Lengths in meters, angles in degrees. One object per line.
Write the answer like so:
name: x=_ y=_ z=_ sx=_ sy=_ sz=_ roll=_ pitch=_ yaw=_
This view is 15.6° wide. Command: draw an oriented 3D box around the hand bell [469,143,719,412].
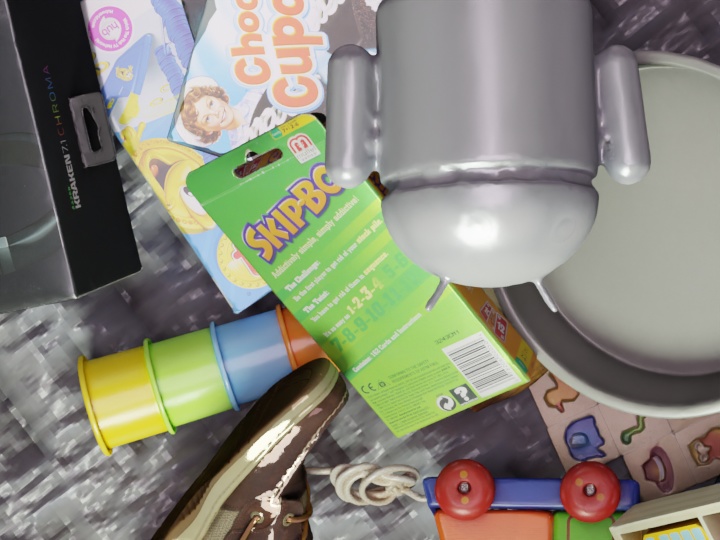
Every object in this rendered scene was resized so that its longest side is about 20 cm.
hand bell: x=0.135 y=0.014 z=1.489 sx=0.200 sy=0.104 sz=0.104 roll=-42 pitch=91 yaw=15

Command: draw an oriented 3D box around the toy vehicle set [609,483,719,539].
toy vehicle set: x=0.233 y=0.166 z=1.379 sx=0.026 sy=0.200 sz=0.125 roll=-35 pitch=99 yaw=-40

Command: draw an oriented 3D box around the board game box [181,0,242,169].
board game box: x=0.013 y=-0.123 z=1.454 sx=0.199 sy=0.028 sz=0.136 roll=-19 pitch=92 yaw=3

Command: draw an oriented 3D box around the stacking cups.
stacking cups: x=-0.059 y=0.054 z=1.508 sx=0.199 sy=0.061 sz=0.061 roll=-14 pitch=92 yaw=1

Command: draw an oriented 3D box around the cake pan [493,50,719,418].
cake pan: x=0.163 y=-0.021 z=1.411 sx=0.199 sy=0.037 sz=0.202 roll=7 pitch=107 yaw=23

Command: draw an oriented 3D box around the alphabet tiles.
alphabet tiles: x=0.169 y=0.026 z=1.524 sx=0.166 sy=0.008 sz=0.201 roll=-25 pitch=92 yaw=2

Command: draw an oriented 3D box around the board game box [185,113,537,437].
board game box: x=0.000 y=0.000 z=1.420 sx=0.095 sy=0.030 sz=0.200 roll=-25 pitch=119 yaw=32

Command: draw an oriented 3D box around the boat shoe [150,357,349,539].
boat shoe: x=-0.055 y=0.132 z=1.483 sx=0.072 sy=0.072 sz=0.200 roll=35 pitch=118 yaw=-6

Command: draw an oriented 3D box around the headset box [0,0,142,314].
headset box: x=-0.232 y=-0.060 z=1.458 sx=0.199 sy=0.093 sz=0.175 roll=-12 pitch=95 yaw=21

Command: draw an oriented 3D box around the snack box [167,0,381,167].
snack box: x=-0.021 y=-0.149 z=1.421 sx=0.116 sy=0.037 sz=0.201 roll=16 pitch=94 yaw=2

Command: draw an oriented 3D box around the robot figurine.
robot figurine: x=0.065 y=-0.079 z=1.350 sx=0.168 sy=0.113 sz=0.201 roll=0 pitch=83 yaw=-3

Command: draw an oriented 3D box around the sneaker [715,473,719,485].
sneaker: x=0.227 y=0.146 z=1.455 sx=0.078 sy=0.200 sz=0.089 roll=-29 pitch=79 yaw=-39

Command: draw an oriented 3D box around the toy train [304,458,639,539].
toy train: x=0.057 y=0.169 z=1.481 sx=0.199 sy=0.085 sz=0.116 roll=0 pitch=76 yaw=6

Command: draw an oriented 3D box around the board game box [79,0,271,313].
board game box: x=-0.043 y=-0.112 z=1.499 sx=0.200 sy=0.056 sz=0.196 roll=-35 pitch=91 yaw=3
